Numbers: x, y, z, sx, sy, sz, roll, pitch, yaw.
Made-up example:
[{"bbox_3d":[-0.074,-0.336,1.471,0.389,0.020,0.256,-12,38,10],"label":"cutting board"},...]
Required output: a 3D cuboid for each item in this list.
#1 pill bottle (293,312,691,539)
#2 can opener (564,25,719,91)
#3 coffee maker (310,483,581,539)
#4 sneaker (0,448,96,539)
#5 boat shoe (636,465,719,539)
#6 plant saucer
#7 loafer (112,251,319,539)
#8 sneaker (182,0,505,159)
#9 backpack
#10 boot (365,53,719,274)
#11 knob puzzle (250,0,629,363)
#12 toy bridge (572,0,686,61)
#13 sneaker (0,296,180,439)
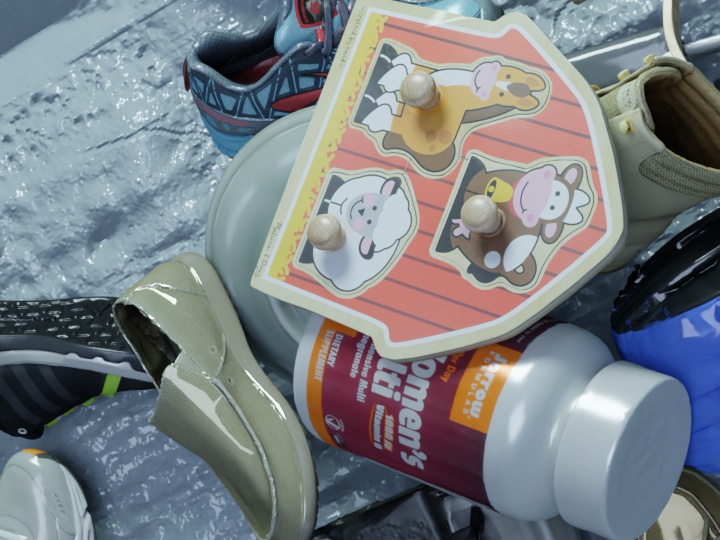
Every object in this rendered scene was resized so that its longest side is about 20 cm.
[{"bbox_3d":[0.071,0.072,1.178,0.200,0.109,0.110,19,98,33],"label":"pill bottle"},{"bbox_3d":[0.177,-0.108,1.267,0.200,0.053,0.067,-16,87,17],"label":"can opener"},{"bbox_3d":[0.067,0.222,1.288,0.192,0.135,0.200,-26,84,40],"label":"coffee maker"},{"bbox_3d":[-0.228,0.212,1.365,0.076,0.092,0.201,10,94,39],"label":"sneaker"},{"bbox_3d":[0.210,0.211,1.266,0.073,0.063,0.201,-19,87,15],"label":"boat shoe"},{"bbox_3d":[0.000,0.000,1.288,0.200,0.050,0.201,4,114,9],"label":"plant saucer"},{"bbox_3d":[-0.089,0.083,1.286,0.068,0.076,0.200,-17,62,-26],"label":"loafer"},{"bbox_3d":[-0.013,-0.127,1.285,0.200,0.096,0.079,-18,46,16],"label":"sneaker"},{"bbox_3d":[0.248,0.036,1.198,0.200,0.163,0.168,-25,94,14],"label":"backpack"},{"bbox_3d":[0.107,-0.081,1.193,0.200,0.155,0.073,33,61,-13],"label":"boot"},{"bbox_3d":[0.048,-0.047,1.144,0.219,0.030,0.220,-8,72,25],"label":"knob puzzle"},{"bbox_3d":[0.146,-0.181,1.255,0.067,0.027,0.200,-33,64,8],"label":"toy bridge"},{"bbox_3d":[-0.197,0.066,1.385,0.199,0.072,0.083,3,117,16],"label":"sneaker"}]
